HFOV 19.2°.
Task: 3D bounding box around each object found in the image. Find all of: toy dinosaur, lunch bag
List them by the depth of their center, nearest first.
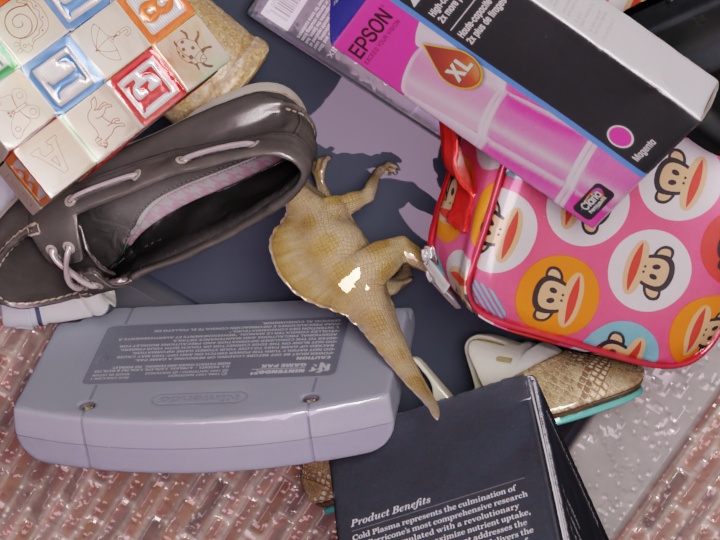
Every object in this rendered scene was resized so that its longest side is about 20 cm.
[{"bbox_3d":[0.118,-0.059,1.068,0.176,0.082,0.200,15,101,-20],"label":"lunch bag"},{"bbox_3d":[0.000,0.000,1.119,0.200,0.101,0.058,56,134,17],"label":"toy dinosaur"}]

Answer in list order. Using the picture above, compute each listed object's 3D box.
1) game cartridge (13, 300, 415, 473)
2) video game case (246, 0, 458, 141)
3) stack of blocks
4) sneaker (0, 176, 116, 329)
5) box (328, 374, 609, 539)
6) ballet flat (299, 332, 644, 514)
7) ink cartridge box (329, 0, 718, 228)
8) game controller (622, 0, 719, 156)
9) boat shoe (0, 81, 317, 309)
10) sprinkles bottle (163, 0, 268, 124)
[{"bbox_3d":[-0.075,0.060,1.127,0.200,0.133,0.041,-2,112,10],"label":"game cartridge"},{"bbox_3d":[0.062,-0.139,1.118,0.200,0.019,0.143,32,107,-8],"label":"video game case"},{"bbox_3d":[-0.172,-0.142,1.025,0.115,0.059,0.200,-39,96,-17],"label":"stack of blocks"},{"bbox_3d":[-0.163,-0.058,1.129,0.071,0.073,0.200,-5,129,-9],"label":"sneaker"},{"bbox_3d":[0.077,0.199,1.101,0.124,0.197,0.200,-17,132,11],"label":"box"},{"bbox_3d":[0.054,0.072,1.166,0.200,0.071,0.065,-21,89,7],"label":"ballet flat"},{"bbox_3d":[0.056,-0.108,0.972,0.200,0.037,0.095,36,139,-4],"label":"ink cartridge box"},{"bbox_3d":[0.206,-0.106,0.951,0.104,0.042,0.200,29,148,-32],"label":"game controller"},{"bbox_3d":[-0.112,-0.029,1.077,0.200,0.057,0.067,-28,128,13],"label":"boat shoe"},{"bbox_3d":[-0.143,-0.154,1.102,0.200,0.068,0.068,40,106,-9],"label":"sprinkles bottle"}]
